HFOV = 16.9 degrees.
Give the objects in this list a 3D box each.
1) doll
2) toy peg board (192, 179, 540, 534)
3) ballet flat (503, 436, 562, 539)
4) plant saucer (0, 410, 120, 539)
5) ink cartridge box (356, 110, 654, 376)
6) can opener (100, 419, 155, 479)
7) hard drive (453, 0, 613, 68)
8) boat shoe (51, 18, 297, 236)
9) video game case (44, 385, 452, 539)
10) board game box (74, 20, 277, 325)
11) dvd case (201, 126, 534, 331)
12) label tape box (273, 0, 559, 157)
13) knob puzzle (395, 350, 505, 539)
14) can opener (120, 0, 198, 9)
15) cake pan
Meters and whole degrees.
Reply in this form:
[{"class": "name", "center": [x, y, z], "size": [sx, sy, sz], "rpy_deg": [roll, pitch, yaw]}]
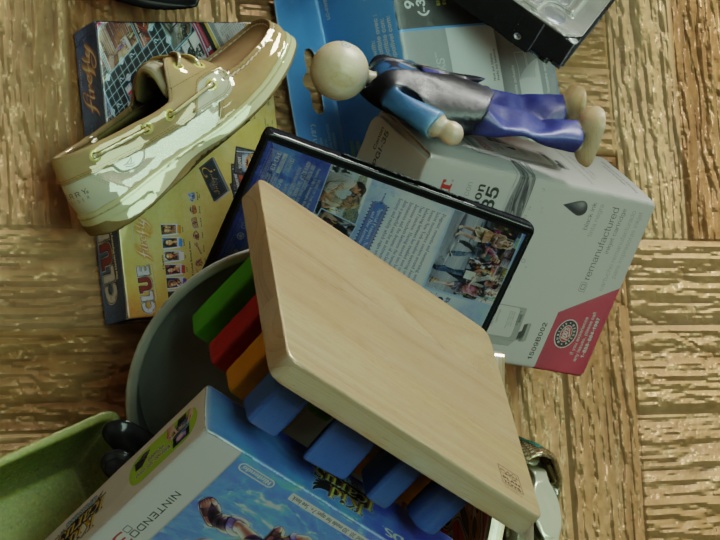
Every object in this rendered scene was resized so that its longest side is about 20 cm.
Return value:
[{"class": "doll", "center": [0.060, -0.116, 1.637], "size": [0.199, 0.137, 0.049], "rpy_deg": [10, 111, -18]}, {"class": "toy peg board", "center": [-0.008, 0.077, 1.486], "size": [0.200, 0.098, 0.199], "rpy_deg": [33, 23, -26]}, {"class": "ballet flat", "center": [0.115, 0.218, 1.726], "size": [0.070, 0.065, 0.201], "rpy_deg": [2, 81, -33]}, {"class": "plant saucer", "center": [-0.210, 0.217, 1.526], "size": [0.199, 0.048, 0.201], "rpy_deg": [-23, 95, -33]}, {"class": "ink cartridge box", "center": [0.085, -0.017, 1.699], "size": [0.199, 0.083, 0.147], "rpy_deg": [10, 112, -32]}, {"class": "can opener", "center": [-0.096, 0.163, 1.544], "size": [0.200, 0.078, 0.064], "rpy_deg": [44, 16, -39]}, {"class": "hard drive", "center": [0.094, -0.242, 1.738], "size": [0.200, 0.038, 0.140], "rpy_deg": [37, 45, 3]}, {"class": "boat shoe", "center": [-0.121, -0.108, 1.579], "size": [0.200, 0.074, 0.066], "rpy_deg": [-47, 113, -29]}, {"class": "video game case", "center": [-0.074, 0.184, 1.489], "size": [0.200, 0.181, 0.046], "rpy_deg": [34, 30, -24]}, {"class": "board game box", "center": [-0.118, -0.068, 1.640], "size": [0.135, 0.035, 0.201], "rpy_deg": [-3, 84, -33]}, {"class": "dvd case", "center": [0.000, 0.000, 1.609], "size": [0.199, 0.018, 0.143], "rpy_deg": [19, 107, -18]}, {"class": "label tape box", "center": [0.044, -0.147, 1.740], "size": [0.199, 0.066, 0.144], "rpy_deg": [-8, 86, -35]}, {"class": "knob puzzle", "center": [0.049, 0.178, 1.599], "size": [0.030, 0.220, 0.221], "rpy_deg": [12, 75, -16]}, {"class": "can opener", "center": [-0.090, -0.217, 1.650], "size": [0.199, 0.063, 0.079], "rpy_deg": [2, 107, -23]}, {"class": "cake pan", "center": [-0.059, 0.072, 1.587], "size": [0.199, 0.037, 0.201], "rpy_deg": [-6, 112, -16]}]
